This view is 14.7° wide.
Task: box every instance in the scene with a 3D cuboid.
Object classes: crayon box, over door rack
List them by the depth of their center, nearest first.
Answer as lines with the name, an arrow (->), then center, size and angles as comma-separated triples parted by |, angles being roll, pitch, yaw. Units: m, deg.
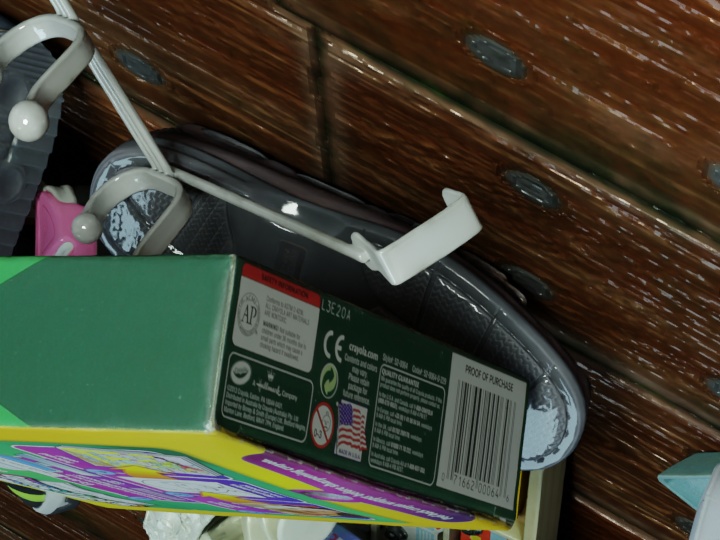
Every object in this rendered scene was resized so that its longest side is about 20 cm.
over door rack -> -0.072, -0.062, 0.879 | 0.199, 0.067, 0.148 | 8, 135, 54
crayon box -> -0.065, 0.041, 0.909 | 0.171, 0.059, 0.200 | 1, 168, 29

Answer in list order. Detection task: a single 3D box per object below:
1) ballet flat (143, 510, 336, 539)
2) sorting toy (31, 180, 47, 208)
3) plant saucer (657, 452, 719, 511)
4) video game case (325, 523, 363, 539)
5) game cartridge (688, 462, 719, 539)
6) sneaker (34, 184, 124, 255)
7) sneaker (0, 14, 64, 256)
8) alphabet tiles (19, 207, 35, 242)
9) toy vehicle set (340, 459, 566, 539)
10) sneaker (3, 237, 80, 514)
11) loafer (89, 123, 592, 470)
ballet flat -> -0.041, 0.093, 1.120 | 0.071, 0.072, 0.200 | 32, 149, 2
sorting toy -> -0.209, -0.058, 1.181 | 0.179, 0.108, 0.200 | 5, 153, 20
plant saucer -> 0.179, 0.084, 0.965 | 0.070, 0.019, 0.200 | 39, 161, -16
video game case -> 0.058, 0.189, 1.127 | 0.181, 0.045, 0.200 | 45, 173, -18
game cartridge -> 0.183, 0.119, 0.957 | 0.132, 0.041, 0.200 | 12, 163, 24
sneaker -> -0.081, 0.019, 1.113 | 0.087, 0.074, 0.200 | -3, 156, 1
sneaker -> -0.181, -0.009, 1.075 | 0.070, 0.201, 0.082 | 22, -172, -41
alphabet tiles -> -0.126, 0.013, 1.214 | 0.165, 0.006, 0.200 | 5, 159, 4
toy vehicle set -> 0.022, 0.098, 1.179 | 0.124, 0.027, 0.201 | 23, 148, 15
sneaker -> -0.164, 0.041, 1.190 | 0.082, 0.072, 0.200 | -3, 148, 1
loafer -> 0.000, 0.000, 1.010 | 0.199, 0.063, 0.072 | 28, 122, 10
